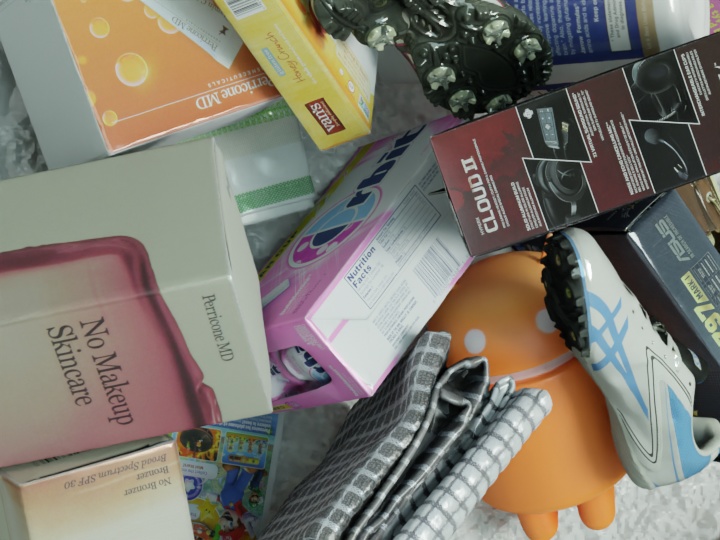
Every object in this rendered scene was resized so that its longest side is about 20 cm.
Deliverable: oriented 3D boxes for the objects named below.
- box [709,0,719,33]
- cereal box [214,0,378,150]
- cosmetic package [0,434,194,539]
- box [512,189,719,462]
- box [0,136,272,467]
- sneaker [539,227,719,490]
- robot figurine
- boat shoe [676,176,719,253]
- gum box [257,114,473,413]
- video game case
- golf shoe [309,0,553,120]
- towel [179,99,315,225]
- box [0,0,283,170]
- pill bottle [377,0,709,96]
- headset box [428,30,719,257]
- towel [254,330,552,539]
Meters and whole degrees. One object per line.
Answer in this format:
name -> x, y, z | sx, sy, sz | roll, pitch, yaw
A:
box -> 0.240, -0.215, 1.611 | 0.176, 0.200, 0.097 | 47, 35, -19
cereal box -> -0.035, -0.188, 1.472 | 0.144, 0.039, 0.200 | 53, 28, -36
cosmetic package -> -0.150, 0.196, 1.472 | 0.103, 0.087, 0.200 | -17, 107, -22
box -> 0.197, 0.036, 1.623 | 0.051, 0.158, 0.200 | -43, 109, -20
box -> -0.160, 0.023, 1.406 | 0.200, 0.109, 0.128 | -12, 139, 3
sneaker -> 0.163, 0.046, 1.499 | 0.072, 0.072, 0.200 | -29, 125, -2
robot figurine -> 0.107, 0.074, 1.590 | 0.117, 0.144, 0.200 | -37, 121, -35
boat shoe -> 0.210, -0.034, 1.644 | 0.075, 0.075, 0.202 | -34, 121, 8
gum box -> 0.000, 0.000, 1.525 | 0.066, 0.113, 0.200 | 49, 56, -18
video game case -> -0.115, 0.095, 1.546 | 0.143, 0.018, 0.200 | 12, 85, -26
golf shoe -> 0.041, -0.156, 1.455 | 0.077, 0.088, 0.200 | -37, 142, 19
towel -> -0.119, -0.117, 1.532 | 0.149, 0.031, 0.200 | -16, 89, -27
box -> -0.144, -0.168, 1.457 | 0.124, 0.097, 0.200 | -21, 91, -27
pill bottle -> 0.109, -0.164, 1.556 | 0.111, 0.200, 0.111 | -3, 90, -71
headset box -> 0.138, -0.072, 1.434 | 0.200, 0.149, 0.077 | -18, 91, 16
towel -> 0.007, 0.134, 1.496 | 0.086, 0.200, 0.166 | 41, 63, -2
